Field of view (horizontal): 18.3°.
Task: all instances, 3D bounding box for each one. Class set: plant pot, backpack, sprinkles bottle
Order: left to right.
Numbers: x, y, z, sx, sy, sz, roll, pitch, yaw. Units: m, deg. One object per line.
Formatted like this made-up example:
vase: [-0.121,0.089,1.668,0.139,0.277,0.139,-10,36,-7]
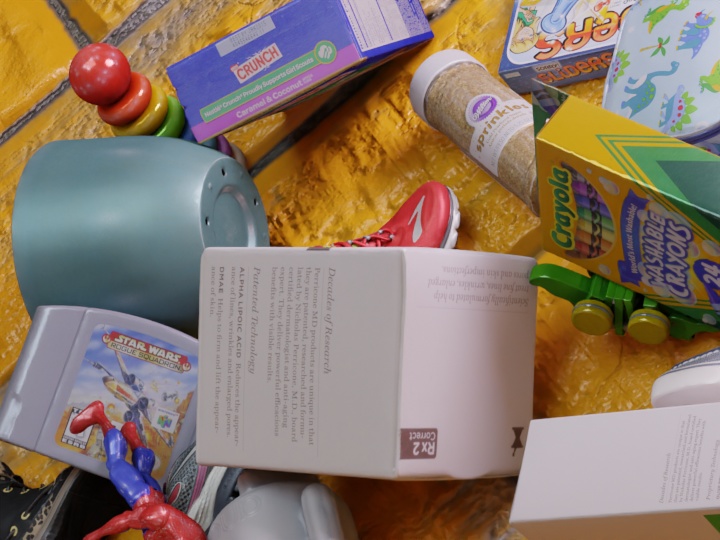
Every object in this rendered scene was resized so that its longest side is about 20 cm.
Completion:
plant pot: [-0.175,-0.025,1.902,0.161,0.201,0.201,-9,52,24]
sprinkles bottle: [0.115,-0.112,1.820,0.068,0.068,0.200,-46,41,0]
backpack: [0.278,-0.116,1.627,0.200,0.147,0.183,-4,58,35]

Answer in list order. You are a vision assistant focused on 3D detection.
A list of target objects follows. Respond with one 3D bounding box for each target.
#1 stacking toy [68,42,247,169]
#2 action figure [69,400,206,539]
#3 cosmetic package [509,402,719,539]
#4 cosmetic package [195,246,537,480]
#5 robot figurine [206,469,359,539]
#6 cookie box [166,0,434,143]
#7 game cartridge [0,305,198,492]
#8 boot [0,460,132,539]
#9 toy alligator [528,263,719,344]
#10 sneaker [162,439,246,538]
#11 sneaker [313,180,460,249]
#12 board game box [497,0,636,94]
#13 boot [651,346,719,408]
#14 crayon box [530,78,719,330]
stacking toy: [-0.189,-0.129,1.987,0.085,0.200,0.085,-23,46,25]
action figure: [-0.180,0.191,1.698,0.099,0.065,0.200,-52,36,4]
cosmetic package: [0.214,0.150,1.493,0.200,0.108,0.085,-11,52,36]
cosmetic package: [0.005,0.067,1.650,0.200,0.165,0.165,0,88,39]
robot figurine: [-0.048,0.235,1.638,0.200,0.113,0.170,-109,29,-47]
cookie box: [-0.049,-0.189,1.930,0.171,0.075,0.200,-25,2,23]
game cartridge: [-0.185,0.106,1.813,0.200,0.042,0.133,19,89,4]
boot: [-0.272,0.194,1.896,0.151,0.073,0.200,22,79,47]
toy alligator: [0.221,0.030,1.624,0.200,0.054,0.059,9,55,14]
sneaker: [-0.132,0.200,1.752,0.075,0.081,0.200,28,77,30]
sneaker: [0.000,0.000,1.803,0.200,0.085,0.077,-49,30,-4]
board game box: [0.217,-0.224,1.850,0.200,0.034,0.135,-10,52,34]
boot: [0.299,0.052,1.533,0.200,0.073,0.090,-8,55,24]
crayon box: [0.194,-0.043,1.569,0.200,0.126,0.052,26,60,25]
